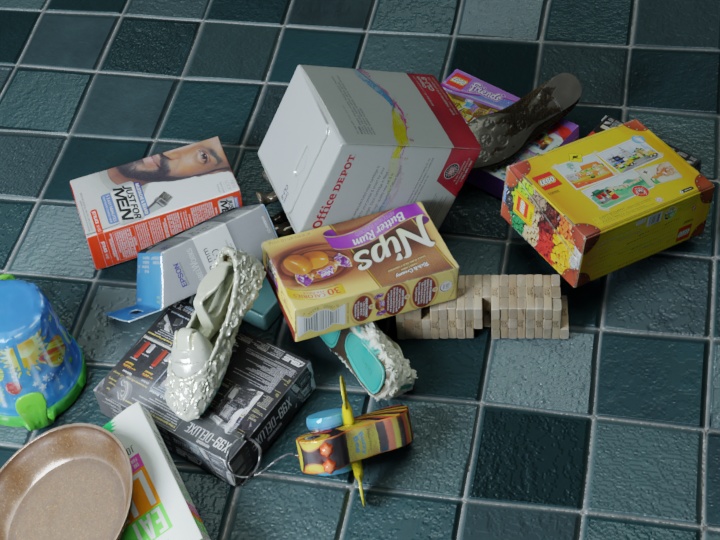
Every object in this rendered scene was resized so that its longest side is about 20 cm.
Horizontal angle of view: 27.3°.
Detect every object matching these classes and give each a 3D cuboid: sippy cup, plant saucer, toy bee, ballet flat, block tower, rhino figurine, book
[{"bbox_3d":[-0.389,0.085,1.683,0.176,0.131,0.140,25,56,26],"label":"sippy cup"},{"bbox_3d":[-0.311,0.255,1.531,0.198,0.037,0.202,-16,50,20],"label":"plant saucer"},{"bbox_3d":[-0.024,0.192,1.555,0.199,0.132,0.109,-35,12,-16],"label":"toy bee"},{"bbox_3d":[-0.001,0.075,1.702,0.071,0.072,0.201,-25,52,-15],"label":"ballet flat"},{"bbox_3d":[0.140,0.042,1.710,0.197,0.058,0.054,0,49,5],"label":"block tower"},{"bbox_3d":[0.195,-0.183,1.864,0.199,0.046,0.068,-35,85,-16],"label":"ballet flat"},{"bbox_3d":[-0.086,-0.012,1.810,0.069,0.019,0.200,24,54,24],"label":"plant saucer"},{"bbox_3d":[-0.079,-0.085,1.823,0.086,0.060,0.201,-19,37,0],"label":"rhino figurine"},{"bbox_3d":[-0.243,0.250,1.549,0.133,0.048,0.201,-38,48,2],"label":"book"},{"bbox_3d":[-0.170,0.061,1.615,0.071,0.072,0.202,14,67,19],"label":"ballet flat"}]

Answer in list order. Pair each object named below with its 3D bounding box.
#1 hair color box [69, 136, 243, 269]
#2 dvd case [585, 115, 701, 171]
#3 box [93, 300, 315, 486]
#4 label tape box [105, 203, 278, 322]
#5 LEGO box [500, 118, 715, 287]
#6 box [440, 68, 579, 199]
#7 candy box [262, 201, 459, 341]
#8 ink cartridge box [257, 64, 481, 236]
[{"bbox_3d":[-0.255,-0.087,1.866,0.198,0.064,0.111,-18,48,-11],"label":"hair color box"},{"bbox_3d":[0.310,-0.104,1.844,0.145,0.022,0.200,30,57,29],"label":"dvd case"},{"bbox_3d":[-0.174,0.132,1.669,0.198,0.050,0.158,23,55,25],"label":"box"},{"bbox_3d":[-0.206,-0.009,1.738,0.198,0.067,0.143,-24,9,-18],"label":"label tape box"},{"bbox_3d":[0.288,-0.083,1.739,0.198,0.078,0.149,-20,47,-24],"label":"LEGO box"},{"bbox_3d":[0.163,-0.172,1.909,0.199,0.039,0.137,30,58,28],"label":"box"},{"bbox_3d":[0.000,0.000,1.678,0.197,0.057,0.117,-15,47,-14],"label":"candy box"},{"bbox_3d":[0.007,-0.138,1.741,0.198,0.146,0.145,0,46,-34],"label":"ink cartridge box"}]
